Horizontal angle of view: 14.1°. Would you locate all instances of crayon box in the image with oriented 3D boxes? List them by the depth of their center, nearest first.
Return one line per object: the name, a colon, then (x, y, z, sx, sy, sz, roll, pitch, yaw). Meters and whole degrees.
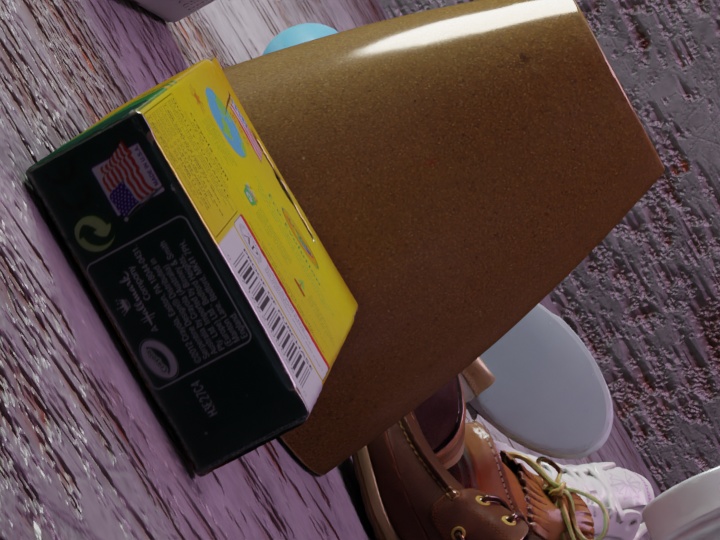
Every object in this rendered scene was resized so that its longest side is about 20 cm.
crayon box: (-0.058, -0.008, 1.111, 0.127, 0.051, 0.200, 61, 10, -6)

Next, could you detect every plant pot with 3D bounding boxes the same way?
plant pot: (0.027, -0.036, 1.290, 0.187, 0.200, 0.186, 62, 6, -11)

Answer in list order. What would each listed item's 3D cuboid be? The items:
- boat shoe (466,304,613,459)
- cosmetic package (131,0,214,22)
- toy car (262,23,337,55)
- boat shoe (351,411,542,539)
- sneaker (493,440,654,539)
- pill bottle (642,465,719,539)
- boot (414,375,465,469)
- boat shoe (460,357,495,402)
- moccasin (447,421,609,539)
boat shoe: (0.062, 0.043, 1.695, 0.202, 0.075, 0.086, 35, -8, 12)
cosmetic package: (-0.080, -0.242, 1.485, 0.165, 0.165, 0.200, 61, 6, 4)
toy car: (0.065, -0.084, 1.819, 0.177, 0.200, 0.184, 57, 8, -39)
boat shoe: (0.054, 0.137, 1.348, 0.200, 0.068, 0.072, 65, 7, 29)
sneaker: (0.121, 0.136, 1.775, 0.075, 0.100, 0.200, 67, 9, 24)
pill bottle: (0.227, 0.206, 1.571, 0.111, 0.111, 0.200, 44, 23, -71)
boot: (0.000, 0.000, 1.495, 0.166, 0.072, 0.200, 54, 13, -64)
boat shoe: (0.012, -0.010, 1.628, 0.200, 0.076, 0.072, 62, 6, 9)
moccasin: (0.101, 0.146, 1.644, 0.201, 0.078, 0.074, 56, 4, -42)
